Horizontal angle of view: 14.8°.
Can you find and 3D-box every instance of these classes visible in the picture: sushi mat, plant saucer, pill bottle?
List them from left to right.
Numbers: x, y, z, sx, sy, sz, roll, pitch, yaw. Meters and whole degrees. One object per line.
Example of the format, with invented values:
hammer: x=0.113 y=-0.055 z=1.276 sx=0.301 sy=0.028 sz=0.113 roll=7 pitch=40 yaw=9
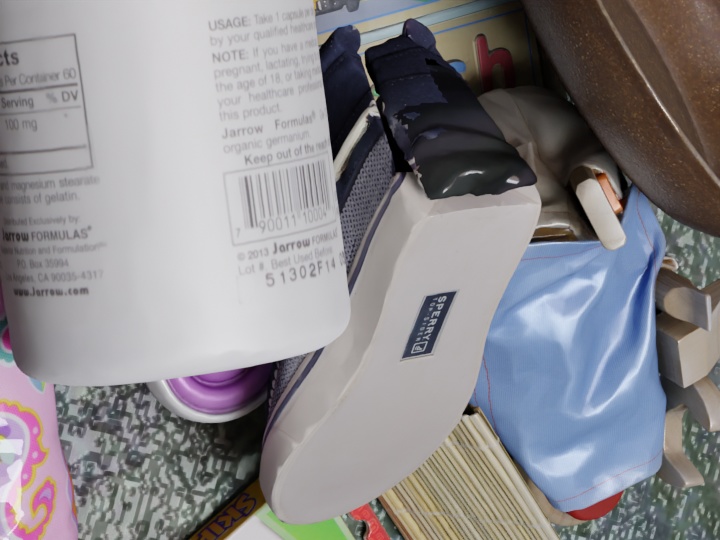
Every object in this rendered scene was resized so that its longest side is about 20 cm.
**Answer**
pill bottle: x=-0.070 y=-0.070 z=0.903 sx=0.114 sy=0.114 sz=0.201 roll=-10 pitch=97 yaw=-29
sushi mat: x=0.060 y=0.127 z=1.095 sx=0.012 sy=0.095 sz=0.200 roll=-49 pitch=119 yaw=-31
plant saucer: x=0.104 y=-0.089 z=1.042 sx=0.037 sy=0.201 sz=0.201 roll=-29 pitch=119 yaw=20

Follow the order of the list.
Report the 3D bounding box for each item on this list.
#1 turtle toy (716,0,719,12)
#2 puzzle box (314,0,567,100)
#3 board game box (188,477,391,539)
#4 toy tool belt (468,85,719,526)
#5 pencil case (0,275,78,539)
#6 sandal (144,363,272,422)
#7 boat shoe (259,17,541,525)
turtle toy: x=0.245 y=-0.129 z=1.157 sx=0.199 sy=0.101 sz=0.146 roll=-6 pitch=78 yaw=-27
puzzle box: x=-0.014 y=-0.089 z=1.056 sx=0.199 sy=0.025 sz=0.134 roll=-19 pitch=107 yaw=-27
board game box: x=-0.062 y=0.161 z=1.070 sx=0.200 sy=0.030 sz=0.096 roll=-42 pitch=117 yaw=-21
toy tool belt: x=0.082 y=0.034 z=1.058 sx=0.125 sy=0.123 sz=0.201 roll=-27 pitch=121 yaw=-16
pencil case: x=-0.151 y=0.014 z=0.955 sx=0.087 sy=0.087 sz=0.201 roll=-16 pitch=107 yaw=-27
sandal: x=-0.058 y=-0.040 z=0.993 sx=0.082 sy=0.050 sz=0.203 roll=-25 pitch=112 yaw=-25
boat shoe: x=0.000 y=0.000 z=0.992 sx=0.074 sy=0.093 sz=0.200 roll=-6 pitch=142 yaw=-31
